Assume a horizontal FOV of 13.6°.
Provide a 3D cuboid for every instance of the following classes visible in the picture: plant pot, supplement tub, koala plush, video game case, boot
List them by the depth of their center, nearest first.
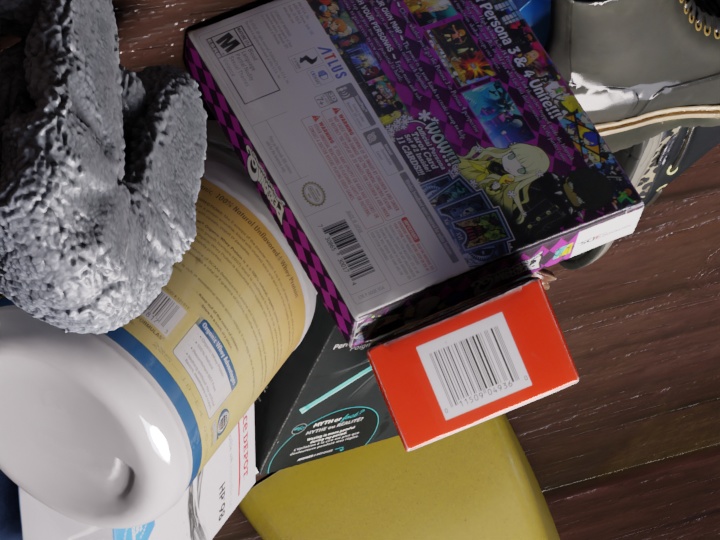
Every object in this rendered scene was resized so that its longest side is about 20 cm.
[{"bbox_3d":[-0.200,-0.040,1.505,0.199,0.185,0.178,-13,142,20],"label":"koala plush"},{"bbox_3d":[0.027,-0.075,1.632,0.180,0.201,0.036,-22,154,-20],"label":"video game case"},{"bbox_3d":[-0.112,0.026,1.644,0.200,0.144,0.145,-52,169,-38],"label":"supplement tub"},{"bbox_3d":[0.192,-0.147,1.708,0.199,0.078,0.139,-25,148,-17],"label":"boot"},{"bbox_3d":[0.198,-0.085,1.947,0.153,0.074,0.204,-28,163,-26],"label":"boot"},{"bbox_3d":[0.058,0.213,2.187,0.199,0.177,0.200,-32,154,-1],"label":"plant pot"}]

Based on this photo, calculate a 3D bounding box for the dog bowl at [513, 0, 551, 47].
[{"bbox_3d":[0.141,-0.161,1.778,0.199,0.050,0.112,-11,147,-38],"label":"dog bowl"}]

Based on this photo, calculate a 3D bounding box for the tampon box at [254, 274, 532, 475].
[{"bbox_3d":[0.000,0.000,1.813,0.149,0.127,0.200,-13,147,-34],"label":"tampon box"}]

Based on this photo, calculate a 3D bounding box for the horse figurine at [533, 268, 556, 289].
[{"bbox_3d":[0.034,0.046,2.007,0.200,0.050,0.132,-41,156,5],"label":"horse figurine"}]

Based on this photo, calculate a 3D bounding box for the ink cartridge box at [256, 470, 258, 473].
[{"bbox_3d":[-0.143,0.119,1.958,0.199,0.050,0.161,-29,154,0],"label":"ink cartridge box"}]

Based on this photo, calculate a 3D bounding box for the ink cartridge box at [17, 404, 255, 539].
[{"bbox_3d":[-0.117,0.109,1.751,0.200,0.066,0.116,-52,153,-41],"label":"ink cartridge box"}]

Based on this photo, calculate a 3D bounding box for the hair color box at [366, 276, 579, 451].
[{"bbox_3d":[0.060,0.048,1.646,0.101,0.062,0.200,-22,179,0],"label":"hair color box"}]

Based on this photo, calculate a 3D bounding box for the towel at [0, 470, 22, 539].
[{"bbox_3d":[-0.202,0.125,1.765,0.111,0.049,0.201,-33,147,-17],"label":"towel"}]
